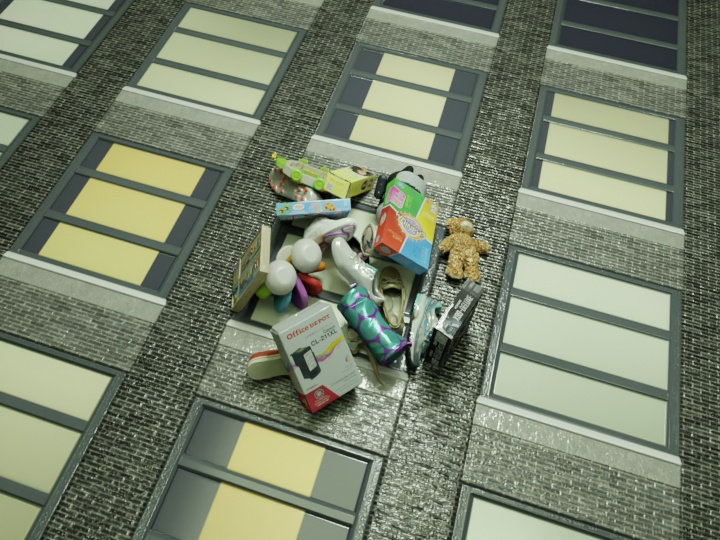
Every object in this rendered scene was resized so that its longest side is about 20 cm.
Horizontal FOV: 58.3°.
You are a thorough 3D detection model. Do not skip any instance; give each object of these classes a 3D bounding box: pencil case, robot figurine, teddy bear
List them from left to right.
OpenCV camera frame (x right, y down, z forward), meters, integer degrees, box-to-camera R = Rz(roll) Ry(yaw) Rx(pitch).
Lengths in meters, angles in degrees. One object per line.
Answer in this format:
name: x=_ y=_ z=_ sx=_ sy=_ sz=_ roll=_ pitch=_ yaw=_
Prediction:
pencil case: x=0.030 y=0.129 z=1.548 sx=0.091 sy=0.086 sz=0.201 roll=-32 pitch=68 yaw=-17
pencil case: x=0.089 y=-0.069 z=1.688 sx=0.196 sy=0.077 sz=0.092 roll=6 pitch=74 yaw=-34
robot figurine: x=0.113 y=-0.191 z=1.789 sx=0.146 sy=0.126 sz=0.204 roll=13 pitch=57 yaw=10
teddy bear: x=0.279 y=-0.060 z=1.742 sx=0.141 sy=0.067 sz=0.203 roll=19 pitch=59 yaw=7

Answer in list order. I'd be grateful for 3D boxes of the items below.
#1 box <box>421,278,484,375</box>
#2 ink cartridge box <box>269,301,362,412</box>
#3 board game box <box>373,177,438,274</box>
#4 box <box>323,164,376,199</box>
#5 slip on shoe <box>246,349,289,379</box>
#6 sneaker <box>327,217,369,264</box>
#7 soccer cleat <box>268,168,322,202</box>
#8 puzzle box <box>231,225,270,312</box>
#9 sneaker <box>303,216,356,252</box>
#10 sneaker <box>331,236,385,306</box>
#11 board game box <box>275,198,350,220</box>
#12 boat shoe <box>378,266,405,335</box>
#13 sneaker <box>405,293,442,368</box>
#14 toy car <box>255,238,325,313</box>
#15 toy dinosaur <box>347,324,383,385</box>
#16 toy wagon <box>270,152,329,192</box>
box: x=0.218 y=0.138 z=1.532 sx=0.049 sy=0.202 sz=0.159 roll=30 pitch=61 yaw=15
ink cartridge box: x=-0.102 y=0.197 z=1.491 sx=0.143 sy=0.082 sz=0.204 roll=-27 pitch=102 yaw=-18
board game box: x=0.119 y=-0.113 z=1.651 sx=0.151 sy=0.040 sz=0.204 roll=28 pitch=57 yaw=-23
box: x=-0.027 y=-0.249 z=1.799 sx=0.074 sy=0.051 sz=0.200 roll=26 pitch=24 yaw=13
slip on shoe: x=-0.177 y=0.216 z=1.551 sx=0.194 sy=0.076 sz=0.061 roll=-5 pitch=24 yaw=-12
sneaker: x=-0.041 y=-0.087 z=1.738 sx=0.070 sy=0.083 sz=0.200 roll=-35 pitch=64 yaw=-20
soccer cleat: x=-0.189 y=-0.232 z=1.845 sx=0.198 sy=0.077 sz=0.071 roll=33 pitch=99 yaw=36
puzzle box: x=-0.275 y=-0.002 z=1.615 sx=0.025 sy=0.200 sz=0.136 roll=15 pitch=51 yaw=-25
sneaker: x=-0.089 y=-0.110 z=1.694 sx=0.074 sy=0.197 sz=0.102 roll=23 pitch=58 yaw=-41
sneaker: x=0.000 y=0.000 z=1.630 sx=0.204 sy=0.087 sz=0.075 roll=63 pitch=32 yaw=-9
board game box: x=-0.127 y=-0.163 z=1.749 sx=0.194 sy=0.151 sz=0.038 roll=-3 pitch=89 yaw=-5
boat shoe: x=0.082 y=0.069 z=1.654 sx=0.071 sy=0.064 sz=0.205 roll=2 pitch=57 yaw=-1
sneaker: x=0.161 y=0.149 z=1.598 sx=0.084 sy=0.078 sz=0.204 roll=12 pitch=58 yaw=3
toy car: x=-0.170 y=0.024 z=1.637 sx=0.199 sy=0.174 sz=0.152 roll=-41 pitch=103 yaw=-25
toy dinosaur: x=0.017 y=0.174 z=1.588 sx=0.098 sy=0.059 sz=0.205 roll=1 pitch=57 yaw=-3
toy wagon: x=-0.163 y=-0.278 z=1.825 sx=0.195 sy=0.040 sz=0.156 roll=20 pitch=20 yaw=-5
